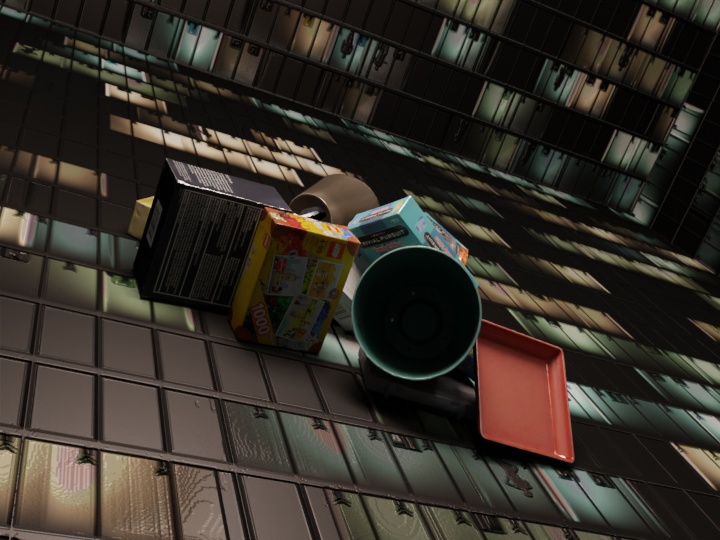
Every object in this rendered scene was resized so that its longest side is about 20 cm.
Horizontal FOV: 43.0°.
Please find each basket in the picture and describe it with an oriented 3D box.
[{"bbox_3d":[-0.073,-0.132,2.051,0.179,0.138,0.200,26,22,17],"label":"basket"}]

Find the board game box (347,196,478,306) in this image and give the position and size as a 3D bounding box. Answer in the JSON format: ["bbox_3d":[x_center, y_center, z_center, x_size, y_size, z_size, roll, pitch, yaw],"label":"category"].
[{"bbox_3d":[0.087,-0.022,1.569,0.200,0.047,0.150,50,-34,-19],"label":"board game box"}]

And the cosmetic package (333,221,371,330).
[{"bbox_3d":[0.000,0.000,1.648,0.102,0.074,0.201,47,46,-24],"label":"cosmetic package"}]

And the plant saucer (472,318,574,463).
[{"bbox_3d":[0.252,0.197,1.466,0.198,0.037,0.202,20,56,-29],"label":"plant saucer"}]

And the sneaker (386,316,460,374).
[{"bbox_3d":[0.115,0.136,1.595,0.200,0.083,0.071,44,-19,-22],"label":"sneaker"}]

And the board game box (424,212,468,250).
[{"bbox_3d":[0.164,-0.070,2.226,0.151,0.047,0.199,43,24,15],"label":"board game box"}]

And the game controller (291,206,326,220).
[{"bbox_3d":[-0.140,-0.072,1.740,0.103,0.043,0.200,-9,-10,-28],"label":"game controller"}]

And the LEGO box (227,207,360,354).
[{"bbox_3d":[-0.108,0.018,1.458,0.147,0.202,0.077,12,19,-26],"label":"LEGO box"}]

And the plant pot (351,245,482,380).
[{"bbox_3d":[0.091,0.074,1.451,0.199,0.203,0.161,25,-5,9],"label":"plant pot"}]

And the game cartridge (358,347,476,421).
[{"bbox_3d":[0.096,0.184,1.498,0.198,0.039,0.130,18,22,-13],"label":"game cartridge"}]

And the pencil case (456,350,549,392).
[{"bbox_3d":[0.238,0.168,1.555,0.199,0.087,0.078,36,-26,-11],"label":"pencil case"}]

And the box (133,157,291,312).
[{"bbox_3d":[-0.245,-0.050,1.495,0.196,0.202,0.123,14,19,-26],"label":"box"}]

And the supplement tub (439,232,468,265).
[{"bbox_3d":[0.129,-0.036,2.019,0.198,0.124,0.123,21,18,-4],"label":"supplement tub"}]

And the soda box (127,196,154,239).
[{"bbox_3d":[-0.317,-0.062,1.654,0.198,0.068,0.064,26,19,11],"label":"soda box"}]
